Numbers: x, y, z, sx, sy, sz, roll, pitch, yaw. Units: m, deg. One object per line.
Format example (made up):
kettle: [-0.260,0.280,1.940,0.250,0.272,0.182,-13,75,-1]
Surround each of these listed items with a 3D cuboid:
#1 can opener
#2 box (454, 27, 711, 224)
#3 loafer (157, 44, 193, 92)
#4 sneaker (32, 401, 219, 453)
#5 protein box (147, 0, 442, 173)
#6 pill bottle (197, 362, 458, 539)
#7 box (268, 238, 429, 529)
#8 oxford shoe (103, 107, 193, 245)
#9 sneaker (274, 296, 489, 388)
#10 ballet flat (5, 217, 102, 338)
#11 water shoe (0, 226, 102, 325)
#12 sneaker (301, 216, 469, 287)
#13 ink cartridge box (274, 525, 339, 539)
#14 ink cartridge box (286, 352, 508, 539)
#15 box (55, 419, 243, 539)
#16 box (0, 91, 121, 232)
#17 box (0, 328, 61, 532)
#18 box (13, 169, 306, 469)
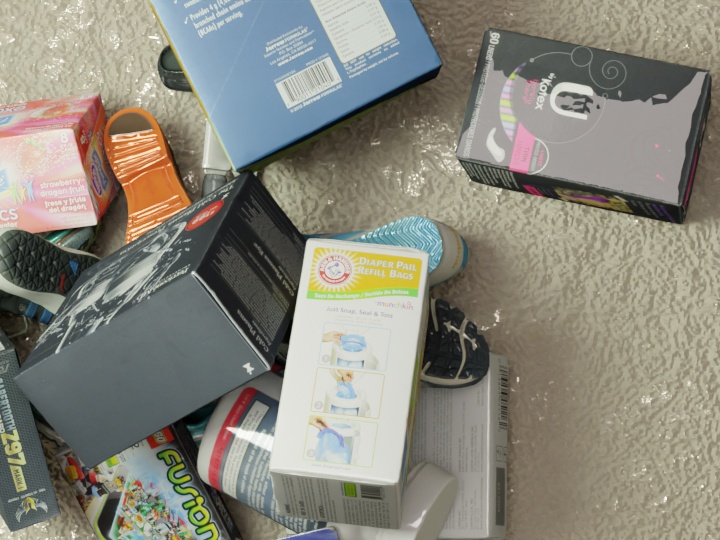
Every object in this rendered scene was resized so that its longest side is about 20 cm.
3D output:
can opener: [-0.119,-0.071,1.736,0.052,0.066,0.201,7,86,-14]
box: [0.195,-0.124,1.666,0.199,0.106,0.123,12,84,11]
loafer: [-0.094,-0.218,1.746,0.200,0.070,0.068,-17,56,6]
sneaker: [-0.206,0.125,1.708,0.199,0.078,0.080,13,115,3]
protein box: [-0.062,-0.215,1.640,0.198,0.135,0.201,-27,91,0]
pill bottle: [-0.026,0.169,1.622,0.199,0.120,0.120,27,87,17]
box: [-0.005,0.090,1.531,0.101,0.113,0.201,6,65,5]
oxford shoe: [-0.176,-0.047,1.738,0.071,0.073,0.201,-16,75,6]
sneaker: [0.014,0.066,1.656,0.199,0.086,0.078,11,58,8]
ballet flat: [-0.310,0.018,1.765,0.199,0.074,0.074,-30,77,6]
water shoe: [-0.282,0.011,1.701,0.079,0.200,0.072,-2,66,31]
sneaker: [0.000,0.000,1.702,0.199,0.081,0.077,-8,81,29]
ink cartridge box: [-0.085,0.317,1.616,0.199,0.201,0.041,-15,36,8]
ink cartridge box: [0.032,0.156,1.695,0.199,0.047,0.161,-3,81,27]
box: [-0.172,0.221,1.675,0.110,0.035,0.201,-24,101,9]
box: [-0.330,-0.090,1.740,0.199,0.103,0.095,-7,114,12]
box: [-0.321,0.114,1.653,0.051,0.200,0.158,-18,111,-17]
box: [-0.156,0.038,1.583,0.200,0.182,0.104,-30,110,25]
